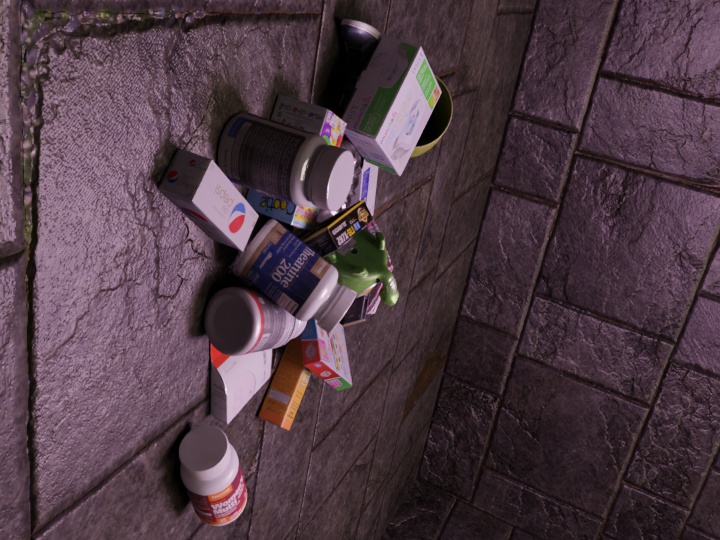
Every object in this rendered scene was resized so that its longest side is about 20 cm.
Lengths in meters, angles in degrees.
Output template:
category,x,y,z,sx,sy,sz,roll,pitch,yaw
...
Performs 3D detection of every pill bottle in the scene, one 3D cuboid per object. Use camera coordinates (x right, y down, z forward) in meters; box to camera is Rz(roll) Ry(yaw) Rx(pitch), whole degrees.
category,x,y,z,sx,sy,sz,roll,pitch,yaw
pill bottle,-0.115,-0.168,1.130,0.114,0.196,0.116,-54,156,-39
pill bottle,-0.108,0.014,1.240,0.112,0.198,0.111,-52,-177,4
pill bottle,-0.277,0.384,1.344,0.110,0.107,0.203,-56,157,-37
pill bottle,-0.182,0.086,1.298,0.199,0.114,0.119,-1,110,-66

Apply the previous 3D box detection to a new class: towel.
category,x,y,z,sx,sy,sz,roll,pitch,yaw
towel,0.022,-0.014,1.721,0.202,0.029,0.149,-110,-147,-48

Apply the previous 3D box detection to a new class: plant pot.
category,x,y,z,sx,sy,sz,roll,pitch,yaw
plant pot,0.117,-0.350,1.714,0.200,0.183,0.191,89,23,-80

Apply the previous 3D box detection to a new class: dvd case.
category,x,y,z,sx,sy,sz,roll,pitch,yaw
dvd case,-0.016,0.056,1.719,0.199,0.016,0.153,154,-51,-68

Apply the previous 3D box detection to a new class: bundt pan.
category,x,y,z,sx,sy,sz,roll,pitch,yaw
bundt pan,-0.058,-0.188,1.479,0.203,0.074,0.205,-57,158,-38

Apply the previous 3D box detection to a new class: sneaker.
category,x,y,z,sx,sy,sz,roll,pitch,yaw
sneaker,-0.006,-0.396,1.421,0.202,0.075,0.150,29,78,-73

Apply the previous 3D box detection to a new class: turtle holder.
category,x,y,z,sx,sy,sz,roll,pitch,yaw
turtle holder,-0.002,-0.010,1.518,0.133,0.180,0.144,104,-7,-53

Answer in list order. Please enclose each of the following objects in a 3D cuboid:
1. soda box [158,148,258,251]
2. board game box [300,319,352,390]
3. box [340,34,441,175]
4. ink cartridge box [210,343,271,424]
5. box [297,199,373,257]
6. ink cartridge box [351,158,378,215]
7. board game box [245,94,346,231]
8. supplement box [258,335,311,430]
category,x,y,z,sx,sy,sz,roll,pitch,yaw
soda box,-0.225,-0.102,1.093,0.069,0.062,0.200,-66,162,-13
board game box,-0.080,0.166,1.613,0.200,0.039,0.157,51,25,-58
box,0.061,-0.325,1.426,0.204,0.095,0.176,-63,156,-6
ink cartridge box,-0.226,0.166,1.378,0.163,0.056,0.204,-46,154,-52
box,-0.087,-0.052,1.363,0.050,0.197,0.159,59,35,-7
ink cartridge box,0.006,-0.202,1.709,0.100,0.038,0.204,-48,152,-50
board game box,-0.113,-0.187,1.270,0.205,0.103,0.103,-71,162,3
supplement box,-0.159,0.251,1.627,0.067,0.067,0.205,57,50,-68
